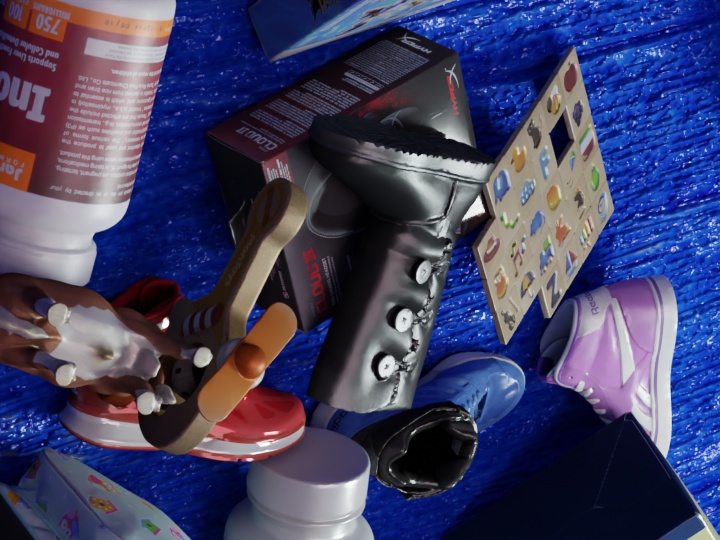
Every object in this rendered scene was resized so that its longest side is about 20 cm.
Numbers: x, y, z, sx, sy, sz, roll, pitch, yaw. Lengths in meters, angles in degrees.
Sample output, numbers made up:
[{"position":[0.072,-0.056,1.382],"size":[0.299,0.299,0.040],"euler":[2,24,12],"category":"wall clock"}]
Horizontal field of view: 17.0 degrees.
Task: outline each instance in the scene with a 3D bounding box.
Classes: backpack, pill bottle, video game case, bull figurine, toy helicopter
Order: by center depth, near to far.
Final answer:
[{"position":[-0.192,0.041,1.512],"size":[0.199,0.121,0.065],"euler":[13,95,-40],"category":"bull figurine"},{"position":[-0.194,-0.096,1.557],"size":[0.113,0.113,0.201],"euler":[3,107,-39],"category":"pill bottle"},{"position":[-0.088,0.031,1.619],"size":[0.079,0.132,0.201],"euler":[28,88,-29],"category":"toy helicopter"},{"position":[0.045,-0.212,1.644],"size":[0.181,0.200,0.046],"euler":[-22,89,-29],"category":"video game case"},{"position":[-0.183,0.231,1.676],"size":[0.153,0.176,0.200],"euler":[-48,136,-6],"category":"backpack"},{"position":[-0.049,0.225,1.811],"size":[0.114,0.114,0.201],"euler":[-9,119,-35],"category":"pill bottle"}]

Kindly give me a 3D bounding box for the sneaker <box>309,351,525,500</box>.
[{"position":[0.071,0.122,1.870],"size":[0.199,0.111,0.077],"euler":[-9,115,-36],"category":"sneaker"}]

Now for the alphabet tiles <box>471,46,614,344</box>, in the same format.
[{"position":[0.140,-0.046,1.860],"size":[0.200,0.008,0.168],"euler":[-55,141,-37],"category":"alphabet tiles"}]

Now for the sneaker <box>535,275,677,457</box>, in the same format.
[{"position":[0.197,0.095,2.001],"size":[0.114,0.073,0.201],"euler":[-12,124,-13],"category":"sneaker"}]

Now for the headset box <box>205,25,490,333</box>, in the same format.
[{"position":[-0.014,-0.063,1.742],"size":[0.200,0.077,0.149],"euler":[-31,127,-26],"category":"headset box"}]

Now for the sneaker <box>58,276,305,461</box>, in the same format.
[{"position":[-0.112,0.069,1.724],"size":[0.199,0.078,0.116],"euler":[2,110,-40],"category":"sneaker"}]

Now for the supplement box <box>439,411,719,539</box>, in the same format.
[{"position":[0.207,0.265,1.993],"size":[0.200,0.134,0.200],"euler":[-34,131,5],"category":"supplement box"}]

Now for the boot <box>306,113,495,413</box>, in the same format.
[{"position":[0.001,0.000,1.694],"size":[0.164,0.066,0.201],"euler":[10,108,-40],"category":"boot"}]
